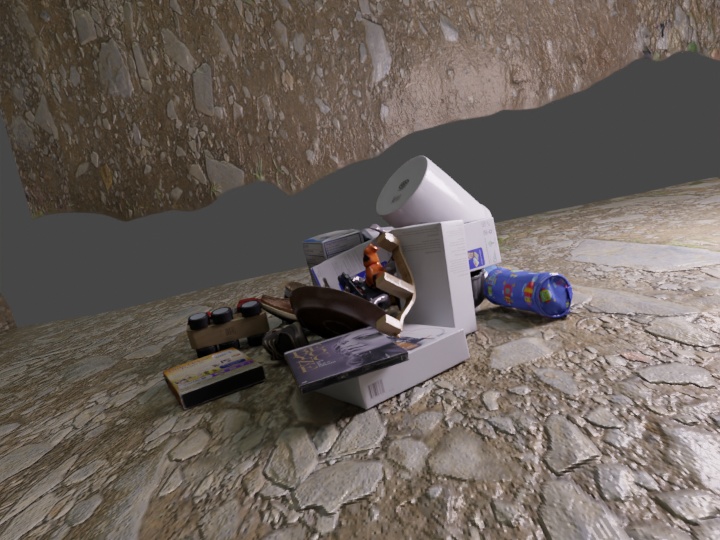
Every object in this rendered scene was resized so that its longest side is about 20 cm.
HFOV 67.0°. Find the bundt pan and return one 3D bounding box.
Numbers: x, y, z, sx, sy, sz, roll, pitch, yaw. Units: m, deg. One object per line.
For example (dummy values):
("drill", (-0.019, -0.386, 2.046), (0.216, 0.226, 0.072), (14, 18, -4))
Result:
("bundt pan", (0.165, 0.052, 1.127), (0.201, 0.076, 0.202), (-12, 8, 2))

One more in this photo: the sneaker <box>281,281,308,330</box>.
("sneaker", (-0.092, 0.112, 1.199), (0.199, 0.109, 0.070), (26, 23, 25))

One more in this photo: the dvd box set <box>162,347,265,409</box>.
("dvd box set", (-0.272, 0.191, 0.993), (0.146, 0.030, 0.200), (-17, 9, -27))

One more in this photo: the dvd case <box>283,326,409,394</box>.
("dvd case", (-0.029, 0.122, 0.784), (0.148, 0.016, 0.200), (-16, 7, -12))

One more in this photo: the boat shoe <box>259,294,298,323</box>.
("boat shoe", (-0.103, 0.079, 1.106), (0.199, 0.074, 0.076), (16, -14, 8))

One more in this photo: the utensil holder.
("utensil holder", (0.158, -0.128, 1.191), (0.170, 0.200, 0.170), (-40, 27, 26))

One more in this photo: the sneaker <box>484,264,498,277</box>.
("sneaker", (0.271, 0.014, 1.264), (0.089, 0.079, 0.200), (10, 15, -18))

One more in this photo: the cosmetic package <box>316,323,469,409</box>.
("cosmetic package", (0.040, 0.136, 0.821), (0.199, 0.052, 0.151), (-18, 7, -33))

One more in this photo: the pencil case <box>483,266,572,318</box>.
("pencil case", (0.306, 0.036, 0.998), (0.086, 0.079, 0.200), (-7, 6, -15))

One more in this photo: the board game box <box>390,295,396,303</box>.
("board game box", (0.135, 0.055, 1.350), (0.199, 0.030, 0.095), (-10, 8, 36))

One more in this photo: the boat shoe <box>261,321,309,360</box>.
("boat shoe", (-0.143, 0.144, 1.031), (0.073, 0.075, 0.200), (-26, 3, -19))

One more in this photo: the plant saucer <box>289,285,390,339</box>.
("plant saucer", (-0.035, 0.090, 0.956), (0.199, 0.200, 0.032), (-6, 54, 40))

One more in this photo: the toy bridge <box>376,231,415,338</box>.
("toy bridge", (0.059, 0.027, 0.889), (0.067, 0.201, 0.027), (26, -47, -26))

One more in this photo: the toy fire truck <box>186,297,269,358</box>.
("toy fire truck", (-0.307, 0.127, 1.284), (0.175, 0.129, 0.200), (-14, 17, -10))

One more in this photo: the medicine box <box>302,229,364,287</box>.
("medicine box", (-0.048, 0.012, 1.300), (0.102, 0.201, 0.182), (-17, 9, -19))

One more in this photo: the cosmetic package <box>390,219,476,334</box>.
("cosmetic package", (0.129, 0.017, 0.961), (0.112, 0.201, 0.081), (-3, 6, 40))

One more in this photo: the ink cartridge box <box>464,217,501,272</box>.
("ink cartridge box", (0.189, -0.040, 1.098), (0.199, 0.100, 0.039), (-15, 8, -25))

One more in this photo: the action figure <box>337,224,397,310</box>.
("action figure", (0.045, 0.039, 1.061), (0.104, 0.194, 0.200), (-14, 49, -30))

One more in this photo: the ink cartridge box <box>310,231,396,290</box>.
("ink cartridge box", (0.000, 0.000, 1.175), (0.199, 0.100, 0.039), (-24, -6, -12))

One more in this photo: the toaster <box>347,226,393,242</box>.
("toaster", (0.061, -0.031, 1.356), (0.129, 0.200, 0.114), (-11, -35, -37))
